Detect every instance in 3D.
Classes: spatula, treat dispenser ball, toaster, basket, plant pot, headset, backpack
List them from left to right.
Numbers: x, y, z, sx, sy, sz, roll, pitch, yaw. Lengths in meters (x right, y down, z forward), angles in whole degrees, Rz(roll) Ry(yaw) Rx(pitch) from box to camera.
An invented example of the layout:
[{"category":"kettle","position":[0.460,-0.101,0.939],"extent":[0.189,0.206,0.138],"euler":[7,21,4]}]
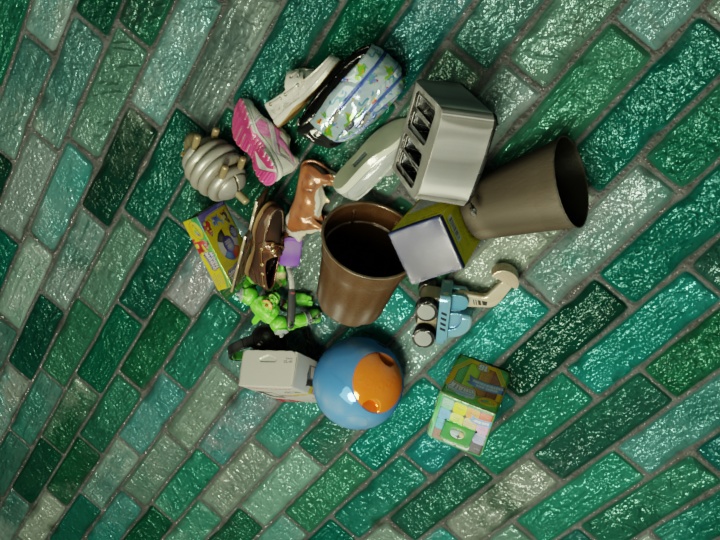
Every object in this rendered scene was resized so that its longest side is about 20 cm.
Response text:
[{"category":"headset","position":[-0.210,0.182,1.723],"extent":[0.199,0.124,0.094],"euler":[-19,71,4]},{"category":"spatula","position":[-0.153,0.028,1.617],"extent":[0.021,0.056,0.201],"euler":[-14,74,54]},{"category":"backpack","position":[-0.011,-0.329,1.384],"extent":[0.153,0.163,0.200],"euler":[29,116,-2]},{"category":"treat dispenser ball","position":[-0.005,0.246,1.622],"extent":[0.200,0.201,0.201],"euler":[10,118,19]},{"category":"plant pot","position":[0.000,0.000,1.499],"extent":[0.200,0.200,0.198],"euler":[28,139,8]},{"category":"toaster","position":[0.149,-0.224,1.321],"extent":[0.118,0.200,0.181],"euler":[3,122,-20]},{"category":"basket","position":[0.293,-0.133,1.345],"extent":[0.200,0.181,0.136],"euler":[-17,140,37]}]

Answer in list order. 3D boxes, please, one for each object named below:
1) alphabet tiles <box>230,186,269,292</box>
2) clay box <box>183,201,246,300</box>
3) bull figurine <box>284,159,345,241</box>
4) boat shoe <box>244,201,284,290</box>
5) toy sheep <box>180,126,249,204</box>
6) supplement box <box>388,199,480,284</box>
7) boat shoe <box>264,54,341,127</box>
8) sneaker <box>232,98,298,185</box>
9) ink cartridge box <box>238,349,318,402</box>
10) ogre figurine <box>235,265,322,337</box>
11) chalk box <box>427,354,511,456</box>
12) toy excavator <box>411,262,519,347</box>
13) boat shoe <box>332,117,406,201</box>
[{"category":"alphabet tiles","position":[-0.232,-0.073,1.577],"extent":[0.008,0.167,0.200],"euler":[18,115,0]},{"category":"clay box","position":[-0.308,-0.046,1.660],"extent":[0.047,0.115,0.200],"euler":[-18,107,28]},{"category":"bull figurine","position":[-0.099,-0.133,1.559],"extent":[0.121,0.065,0.200],"euler":[19,123,9]},{"category":"boat shoe","position":[-0.190,-0.050,1.566],"extent":[0.070,0.070,0.200],"euler":[38,132,27]},{"category":"toy sheep","position":[-0.305,-0.216,1.568],"extent":[0.200,0.138,0.138],"euler":[51,124,13]},{"category":"supplement box","position":[0.151,-0.073,1.399],"extent":[0.109,0.200,0.110],"euler":[-18,107,29]},{"category":"boat shoe","position":[-0.121,-0.364,1.451],"extent":[0.200,0.071,0.069],"euler":[-36,98,34]},{"category":"sneaker","position":[-0.197,-0.270,1.529],"extent":[0.081,0.088,0.200],"euler":[-41,73,49]},{"category":"ink cartridge box","position":[-0.164,0.245,1.692],"extent":[0.147,0.200,0.086],"euler":[-3,71,26]},{"category":"ogre figurine","position":[-0.190,0.069,1.658],"extent":[0.098,0.120,0.200],"euler":[-19,111,50]},{"category":"chalk box","position":[0.223,0.291,1.546],"extent":[0.124,0.200,0.124],"euler":[20,120,13]},{"category":"toy excavator","position":[0.214,0.067,1.516],"extent":[0.199,0.100,0.195],"euler":[6,119,6]},{"category":"boat shoe","position":[0.036,-0.216,1.460],"extent":[0.201,0.070,0.071],"euler":[-41,133,16]}]
